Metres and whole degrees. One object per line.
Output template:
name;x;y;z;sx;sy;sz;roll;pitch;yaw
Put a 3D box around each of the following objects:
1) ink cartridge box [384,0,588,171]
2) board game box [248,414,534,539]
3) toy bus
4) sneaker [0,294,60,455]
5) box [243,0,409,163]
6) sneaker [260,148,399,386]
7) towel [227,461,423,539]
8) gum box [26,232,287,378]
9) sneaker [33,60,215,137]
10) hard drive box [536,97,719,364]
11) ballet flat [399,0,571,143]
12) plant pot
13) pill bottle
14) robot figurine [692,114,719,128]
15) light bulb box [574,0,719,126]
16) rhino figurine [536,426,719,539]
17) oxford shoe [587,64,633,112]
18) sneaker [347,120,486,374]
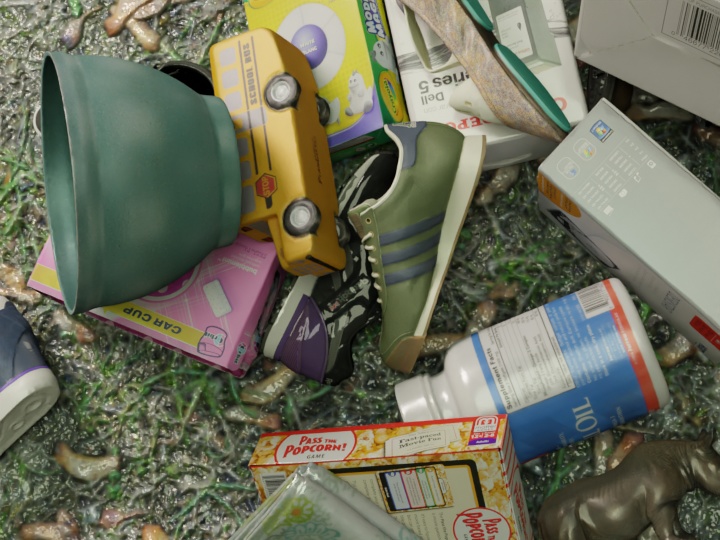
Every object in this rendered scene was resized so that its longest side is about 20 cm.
ink cartridge box;0.102;-0.192;1.250;0.145;0.084;0.201;-13;80;5
board game box;0.029;0.193;1.161;0.199;0.046;0.152;-6;118;16
toy bus;-0.066;-0.092;1.200;0.078;0.065;0.201;-16;72;21
sneaker;-0.364;0.102;1.270;0.200;0.081;0.147;-39;70;3
box;-0.034;-0.196;1.265;0.117;0.048;0.201;-19;75;32
sneaker;0.000;0.000;1.244;0.087;0.076;0.200;27;95;6
towel;-0.019;0.256;1.152;0.200;0.048;0.171;38;121;-9
gum box;-0.163;0.003;1.259;0.200;0.066;0.114;21;81;10
sneaker;-0.194;-0.144;1.272;0.199;0.099;0.071;-2;82;8
hard drive box;0.237;-0.026;1.171;0.200;0.156;0.077;42;88;12
ballet flat;0.089;-0.166;1.180;0.067;0.068;0.200;-39;74;20
plant pot;-0.168;-0.071;1.155;0.134;0.200;0.201;-5;79;-17
pill bottle;0.134;0.092;1.186;0.200;0.112;0.112;-23;79;7
robot figurine;0.343;-0.180;1.196;0.145;0.058;0.200;14;58;21
light bulb box;0.295;-0.220;1.107;0.198;0.125;0.200;29;61;19
rhino figurine;0.232;0.184;1.186;0.200;0.060;0.088;-28;77;0
oxford shoe;0.239;-0.199;1.216;0.084;0.073;0.200;23;61;4
sneaker;0.030;-0.025;1.187;0.090;0.067;0.201;18;98;-2
